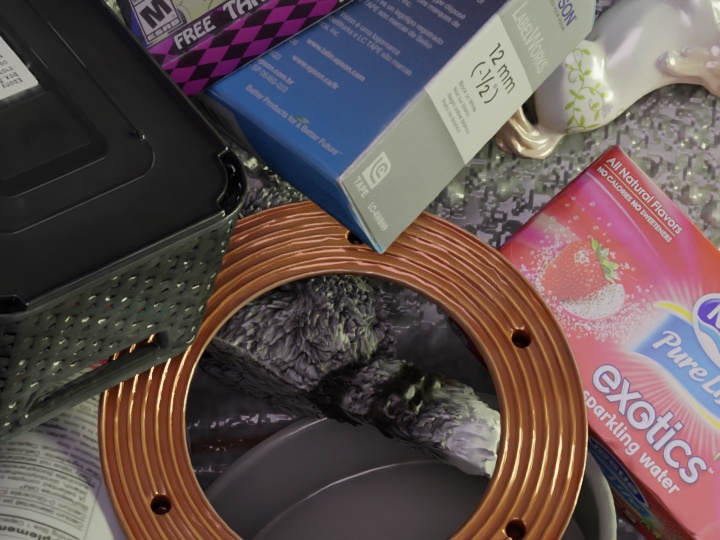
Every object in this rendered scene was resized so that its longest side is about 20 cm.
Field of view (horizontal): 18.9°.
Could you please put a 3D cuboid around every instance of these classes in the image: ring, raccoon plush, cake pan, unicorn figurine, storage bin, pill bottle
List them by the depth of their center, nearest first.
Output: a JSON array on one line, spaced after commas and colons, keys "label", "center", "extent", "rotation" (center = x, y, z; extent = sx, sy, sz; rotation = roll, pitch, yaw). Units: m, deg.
[{"label": "storage bin", "center": [-0.155, -0.047, 0.850], "extent": [0.135, 0.094, 0.200], "rotation": [-27, 66, -33]}, {"label": "ring", "center": [-0.007, 0.063, 0.884], "extent": [0.200, 0.019, 0.201], "rotation": [1, 67, -3]}, {"label": "pill bottle", "center": [-0.139, 0.129, 0.885], "extent": [0.113, 0.114, 0.200], "rotation": [9, 37, 1]}, {"label": "cake pan", "center": [0.013, 0.131, 0.920], "extent": [0.199, 0.037, 0.201], "rotation": [-11, 38, 9]}, {"label": "raccoon plush", "center": [0.000, 0.000, 0.968], "extent": [0.199, 0.097, 0.134], "rotation": [25, 75, 9]}, {"label": "unicorn figurine", "center": [0.137, -0.117, 1.012], "extent": [0.200, 0.074, 0.138], "rotation": [-29, 91, 8]}]

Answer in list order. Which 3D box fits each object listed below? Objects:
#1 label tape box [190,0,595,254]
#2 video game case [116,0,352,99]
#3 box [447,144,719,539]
[{"label": "label tape box", "center": [0.021, -0.125, 0.919], "extent": [0.200, 0.066, 0.143], "rotation": [-45, 55, -11]}, {"label": "video game case", "center": [-0.029, -0.191, 0.898], "extent": [0.200, 0.036, 0.182], "rotation": [-29, 61, 10]}, {"label": "box", "center": [0.141, 0.054, 0.962], "extent": [0.100, 0.095, 0.200], "rotation": [-42, 83, -8]}]
